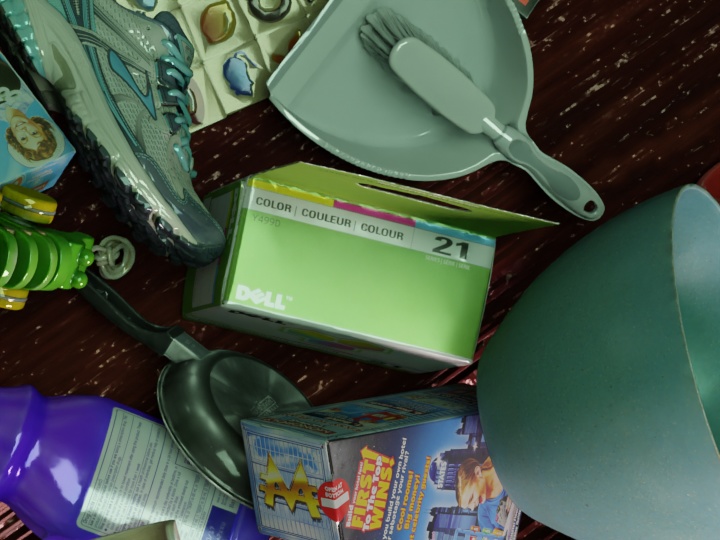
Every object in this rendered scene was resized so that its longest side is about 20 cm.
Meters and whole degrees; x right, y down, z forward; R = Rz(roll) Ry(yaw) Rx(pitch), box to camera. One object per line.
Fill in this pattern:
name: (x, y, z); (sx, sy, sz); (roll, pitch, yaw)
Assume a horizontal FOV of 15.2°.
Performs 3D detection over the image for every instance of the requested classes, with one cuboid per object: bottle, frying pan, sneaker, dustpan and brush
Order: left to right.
bottle: (-0.144, 0.111, 1.451); (0.199, 0.065, 0.084); (22, 67, -14)
sneaker: (-0.119, -0.095, 1.438); (0.086, 0.078, 0.200); (-31, 74, -11)
frying pan: (-0.078, 0.056, 1.480); (0.115, 0.031, 0.190); (1, 49, -50)
dustpan and brush: (0.063, -0.091, 1.524); (0.200, 0.057, 0.140); (37, 94, -32)

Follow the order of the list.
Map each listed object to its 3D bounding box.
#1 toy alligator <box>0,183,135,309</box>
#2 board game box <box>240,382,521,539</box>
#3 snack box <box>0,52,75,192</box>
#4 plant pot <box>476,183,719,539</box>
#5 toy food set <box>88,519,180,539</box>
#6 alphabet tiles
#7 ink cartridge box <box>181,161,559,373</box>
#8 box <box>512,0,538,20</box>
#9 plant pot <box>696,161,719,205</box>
toy alligator: (-0.166, -0.008, 1.392); (0.200, 0.054, 0.060); (8, 103, -54)
board game box: (0.005, 0.148, 1.440); (0.199, 0.061, 0.201); (18, 83, -53)
snack box: (-0.256, -0.065, 1.387); (0.200, 0.037, 0.116); (-28, 75, -43)
plant pot: (0.140, 0.069, 1.427); (0.134, 0.200, 0.201); (-16, 91, 20)
toy food set: (-0.166, 0.223, 1.404); (0.199, 0.060, 0.144); (-16, 90, 16)
alphabet tiles: (-0.080, -0.176, 1.522); (0.199, 0.006, 0.167); (-25, 94, -17)
ink cartridge box: (0.000, 0.000, 1.432); (0.147, 0.200, 0.076); (14, 83, -15)
box: (0.048, -0.254, 1.544); (0.200, 0.038, 0.137); (36, 75, -12)
plant pot: (0.310, 0.005, 1.539); (0.200, 0.200, 0.178); (-23, 101, -16)
